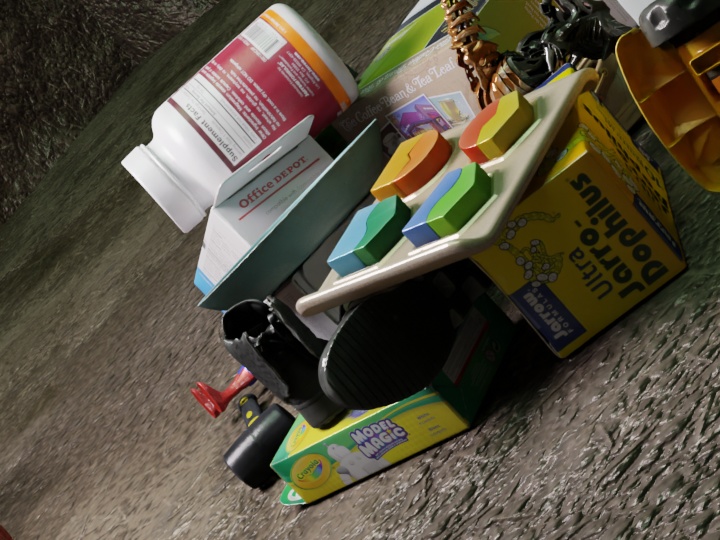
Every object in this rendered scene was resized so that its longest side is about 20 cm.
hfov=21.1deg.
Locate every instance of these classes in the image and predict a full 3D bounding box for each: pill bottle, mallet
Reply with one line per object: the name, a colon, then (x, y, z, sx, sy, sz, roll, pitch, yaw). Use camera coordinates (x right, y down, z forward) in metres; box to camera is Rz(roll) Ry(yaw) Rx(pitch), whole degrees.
pill bottle: (-0.108, -0.130, 1.696, 0.200, 0.113, 0.113, -42, 15, -3)
mallet: (-0.093, 0.137, 1.609, 0.066, 0.041, 0.200, -48, 11, -7)

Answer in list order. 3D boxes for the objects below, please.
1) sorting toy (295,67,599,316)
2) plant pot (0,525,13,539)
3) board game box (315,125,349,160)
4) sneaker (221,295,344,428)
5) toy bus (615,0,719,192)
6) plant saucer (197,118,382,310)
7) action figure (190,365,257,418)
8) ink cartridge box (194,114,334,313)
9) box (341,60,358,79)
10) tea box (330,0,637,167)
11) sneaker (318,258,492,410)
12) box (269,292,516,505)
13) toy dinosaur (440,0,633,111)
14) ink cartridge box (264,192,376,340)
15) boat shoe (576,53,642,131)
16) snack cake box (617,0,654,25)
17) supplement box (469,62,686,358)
sorting toy: (0.055, -0.057, 1.308, 0.185, 0.036, 0.200, -22, 24, 48)
plant pot: (-0.312, 0.289, 1.484, 0.201, 0.201, 0.195, -48, 24, -18)
board game box: (-0.009, -0.120, 1.914, 0.102, 0.048, 0.200, -33, 18, 37)
sneaker: (-0.059, 0.056, 1.422, 0.060, 0.104, 0.200, -44, 15, -2)
toy bus: (0.295, -0.164, 1.285, 0.200, 0.136, 0.192, -32, 2, 28)
plant saucer: (-0.045, -0.034, 1.490, 0.200, 0.036, 0.200, -46, 4, 4)
action figure: (-0.068, 0.047, 1.726, 0.200, 0.052, 0.065, -41, -6, -18)
ink cartridge box: (-0.074, -0.039, 1.683, 0.116, 0.067, 0.200, -39, -12, -23)
box: (-0.075, -0.122, 1.852, 0.161, 0.049, 0.200, -56, 3, -8)
tea box: (0.110, -0.181, 1.751, 0.200, 0.134, 0.197, -25, 23, 52)
sneaker: (0.021, 0.040, 1.342, 0.088, 0.074, 0.200, -29, 11, 45)
box: (0.015, 0.097, 1.412, 0.200, 0.048, 0.117, -33, 18, 40)
toy dinosaur: (0.133, -0.146, 1.459, 0.136, 0.200, 0.102, -44, 32, -9)
ink cartridge box: (0.000, 0.000, 1.567, 0.145, 0.083, 0.200, -47, 3, -16)
boat shoe: (0.148, -0.095, 1.545, 0.200, 0.066, 0.074, -49, 17, -14)
snack cake box: (0.274, -0.289, 1.657, 0.067, 0.115, 0.200, -30, 21, 40)
supplement box: (0.144, -0.047, 1.348, 0.109, 0.109, 0.200, -38, 16, 17)
